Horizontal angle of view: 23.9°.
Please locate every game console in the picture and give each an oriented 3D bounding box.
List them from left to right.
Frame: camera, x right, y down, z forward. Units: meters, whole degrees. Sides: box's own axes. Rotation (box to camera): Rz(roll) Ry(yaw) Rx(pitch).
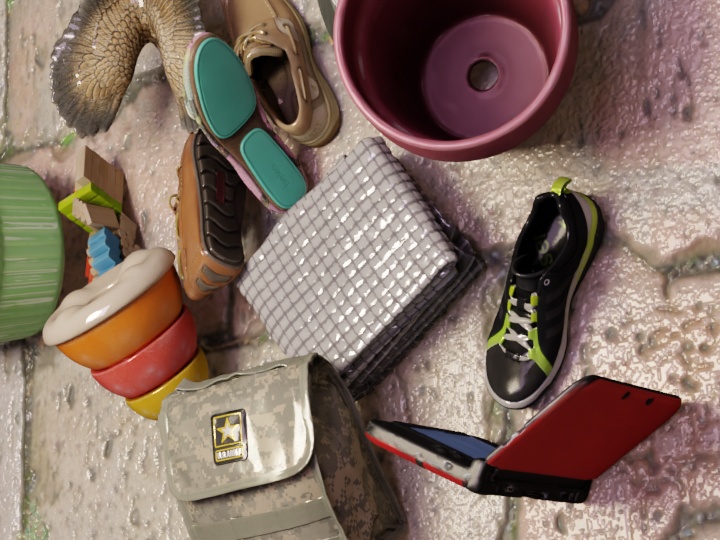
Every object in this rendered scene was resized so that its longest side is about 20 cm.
[{"bbox_3d":[0.132,0.118,1.360,0.172,0.200,0.120,23,93,33],"label":"game console"}]

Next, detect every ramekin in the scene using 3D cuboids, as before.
[{"bbox_3d":[-0.385,-0.018,1.744,0.199,0.097,0.202,4,95,52],"label":"ramekin"}]

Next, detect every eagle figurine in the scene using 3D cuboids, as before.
[{"bbox_3d":[-0.206,-0.233,1.669,0.152,0.150,0.201,-40,28,42],"label":"eagle figurine"}]

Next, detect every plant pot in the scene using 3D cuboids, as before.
[{"bbox_3d":[0.092,-0.180,1.434,0.198,0.179,0.202,-2,81,15],"label":"plant pot"}]

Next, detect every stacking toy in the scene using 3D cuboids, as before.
[{"bbox_3d":[-0.192,0.093,1.604,0.145,0.146,0.201,-27,103,26],"label":"stacking toy"}]

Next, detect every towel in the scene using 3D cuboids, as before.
[{"bbox_3d":[0.000,0.000,1.537,0.200,0.085,0.166,-47,59,19],"label":"towel"}]

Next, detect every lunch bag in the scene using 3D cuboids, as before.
[{"bbox_3d":[-0.076,0.178,1.490,0.163,0.118,0.201,-16,105,29],"label":"lunch bag"}]

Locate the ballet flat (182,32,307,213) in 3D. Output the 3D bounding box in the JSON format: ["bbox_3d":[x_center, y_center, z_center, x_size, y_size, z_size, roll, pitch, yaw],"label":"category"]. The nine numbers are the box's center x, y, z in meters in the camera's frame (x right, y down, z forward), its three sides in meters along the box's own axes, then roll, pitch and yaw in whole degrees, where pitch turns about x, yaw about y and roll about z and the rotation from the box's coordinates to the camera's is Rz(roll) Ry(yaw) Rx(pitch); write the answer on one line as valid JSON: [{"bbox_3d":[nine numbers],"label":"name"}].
[{"bbox_3d":[-0.119,-0.136,1.584,0.069,0.201,0.071,-46,34,-19],"label":"ballet flat"}]

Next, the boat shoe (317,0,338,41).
[{"bbox_3d":[0.008,-0.235,1.586,0.064,0.075,0.203,-21,62,-11],"label":"boat shoe"}]

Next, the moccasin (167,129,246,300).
[{"bbox_3d":[-0.147,-0.058,1.624,0.078,0.073,0.203,-43,41,36],"label":"moccasin"}]

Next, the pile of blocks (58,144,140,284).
[{"bbox_3d":[-0.265,-0.023,1.709,0.062,0.082,0.201,-29,68,24],"label":"pile of blocks"}]

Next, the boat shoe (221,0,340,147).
[{"bbox_3d":[-0.086,-0.210,1.637,0.071,0.064,0.201,-41,63,20],"label":"boat shoe"}]

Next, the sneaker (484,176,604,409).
[{"bbox_3d":[0.141,0.017,1.442,0.071,0.083,0.202,18,91,34],"label":"sneaker"}]
